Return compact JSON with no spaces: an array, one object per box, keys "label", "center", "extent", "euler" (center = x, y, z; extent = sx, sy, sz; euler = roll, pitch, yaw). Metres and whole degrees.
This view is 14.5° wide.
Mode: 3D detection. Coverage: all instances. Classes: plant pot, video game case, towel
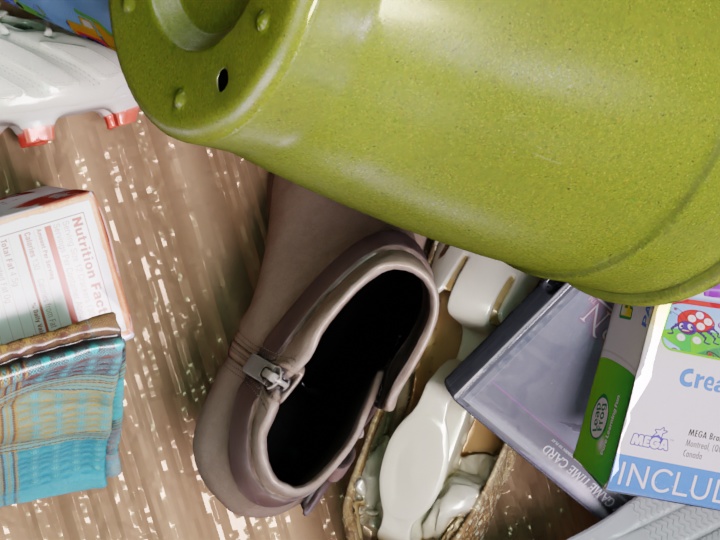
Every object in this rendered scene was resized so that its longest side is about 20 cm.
[{"label":"plant pot","center":[0.028,-0.097,0.932],"extent":[0.192,0.200,0.201],"euler":[7,92,-35]},{"label":"video game case","center":[0.148,0.014,1.069],"extent":[0.200,0.019,0.143],"euler":[-46,120,8]},{"label":"towel","center":[-0.152,0.067,0.990],"extent":[0.146,0.200,0.022],"euler":[-18,77,-11]}]

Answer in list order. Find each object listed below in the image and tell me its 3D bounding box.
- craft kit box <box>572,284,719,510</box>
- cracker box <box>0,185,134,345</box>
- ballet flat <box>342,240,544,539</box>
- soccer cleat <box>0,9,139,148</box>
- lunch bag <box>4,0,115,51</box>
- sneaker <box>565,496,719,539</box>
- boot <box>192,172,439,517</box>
[{"label":"craft kit box","center":[0.196,-0.002,1.018],"extent":[0.199,0.049,0.198],"euler":[12,102,-16]},{"label":"cracker box","center":[-0.190,0.022,1.008],"extent":[0.199,0.134,0.058],"euler":[-16,96,-12]},{"label":"ballet flat","center":[0.044,0.035,1.094],"extent":[0.070,0.065,0.201],"euler":[16,88,13]},{"label":"soccer cleat","center":[-0.165,-0.081,1.044],"extent":[0.199,0.069,0.078],"euler":[-5,92,-10]},{"label":"lunch bag","center":[-0.082,-0.193,1.015],"extent":[0.200,0.150,0.094],"euler":[-54,143,-13]},{"label":"sneaker","center":[0.112,0.126,1.076],"extent":[0.199,0.071,0.073],"euler":[-18,58,-9]},{"label":"boot","center":[0.000,0.000,1.045],"extent":[0.070,0.146,0.200],"euler":[25,88,-13]}]
